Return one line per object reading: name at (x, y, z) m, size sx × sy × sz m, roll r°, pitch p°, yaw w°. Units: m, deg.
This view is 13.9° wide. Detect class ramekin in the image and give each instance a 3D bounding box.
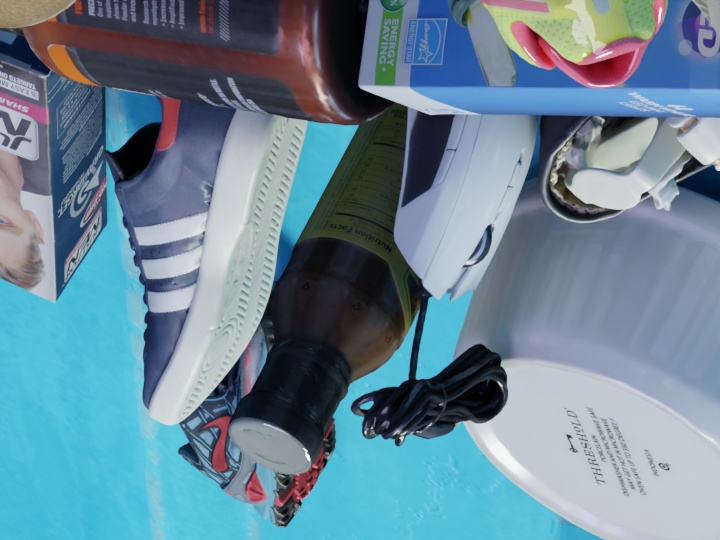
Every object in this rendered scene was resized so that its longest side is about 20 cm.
ramekin at (0.134, 0.053, 1.361) m, size 0.201 × 0.095 × 0.203 m, roll 23°, pitch 153°, yaw 13°

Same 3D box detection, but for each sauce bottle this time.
sauce bottle at (0.000, 0.000, 1.310) m, size 0.064 × 0.201 × 0.065 m, roll 21°, pitch 150°, yaw 13°

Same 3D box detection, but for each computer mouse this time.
computer mouse at (0.045, -0.025, 1.259) m, size 0.044 × 0.201 × 0.109 m, roll 8°, pitch -178°, yaw 28°

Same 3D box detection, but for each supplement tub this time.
supplement tub at (-0.077, -0.127, 1.281) m, size 0.199 × 0.107 × 0.107 m, roll 11°, pitch 144°, yaw 27°

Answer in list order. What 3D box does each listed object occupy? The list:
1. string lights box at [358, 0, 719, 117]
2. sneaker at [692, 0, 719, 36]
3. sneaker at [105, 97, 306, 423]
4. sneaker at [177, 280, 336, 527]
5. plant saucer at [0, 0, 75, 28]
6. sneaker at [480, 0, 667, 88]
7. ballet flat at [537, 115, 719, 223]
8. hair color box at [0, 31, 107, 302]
string lights box at (0.101, -0.114, 1.149) m, size 0.199 × 0.104 × 0.059 m, roll 2°, pitch 173°, yaw 36°
sneaker at (0.142, -0.138, 0.976) m, size 0.075 × 0.084 × 0.200 m, roll 57°, pitch 180°, yaw 17°
sneaker at (-0.088, -0.020, 1.435) m, size 0.084 × 0.075 × 0.201 m, roll 27°, pitch 123°, yaw 15°
sneaker at (-0.067, 0.067, 1.578) m, size 0.095 × 0.080 × 0.200 m, roll 25°, pitch 148°, yaw 12°
plant saucer at (-0.178, -0.196, 1.238) m, size 0.199 × 0.035 × 0.202 m, roll 18°, pitch 118°, yaw 38°
sneaker at (0.068, -0.106, 1.034) m, size 0.078 × 0.200 × 0.091 m, roll -22°, pitch 95°, yaw 6°
ballet flat at (0.137, -0.064, 1.203) m, size 0.073 × 0.073 × 0.200 m, roll 40°, pitch 147°, yaw -17°
hair color box at (-0.184, -0.076, 1.487) m, size 0.100 × 0.061 × 0.200 m, roll 23°, pitch 149°, yaw 11°
